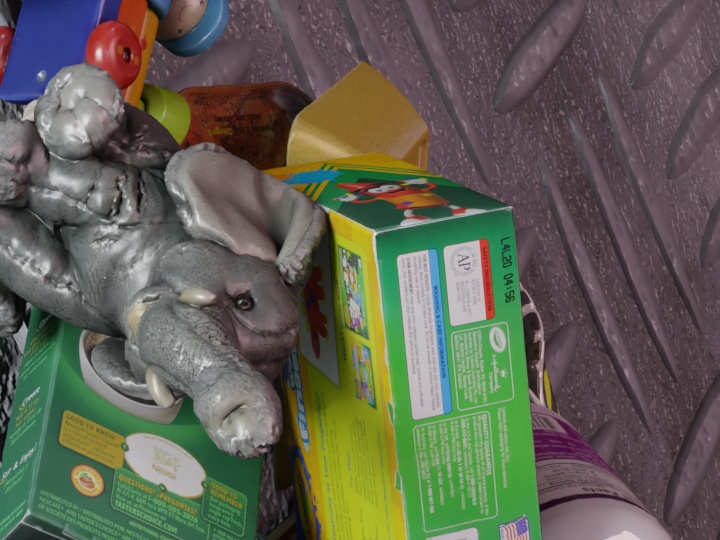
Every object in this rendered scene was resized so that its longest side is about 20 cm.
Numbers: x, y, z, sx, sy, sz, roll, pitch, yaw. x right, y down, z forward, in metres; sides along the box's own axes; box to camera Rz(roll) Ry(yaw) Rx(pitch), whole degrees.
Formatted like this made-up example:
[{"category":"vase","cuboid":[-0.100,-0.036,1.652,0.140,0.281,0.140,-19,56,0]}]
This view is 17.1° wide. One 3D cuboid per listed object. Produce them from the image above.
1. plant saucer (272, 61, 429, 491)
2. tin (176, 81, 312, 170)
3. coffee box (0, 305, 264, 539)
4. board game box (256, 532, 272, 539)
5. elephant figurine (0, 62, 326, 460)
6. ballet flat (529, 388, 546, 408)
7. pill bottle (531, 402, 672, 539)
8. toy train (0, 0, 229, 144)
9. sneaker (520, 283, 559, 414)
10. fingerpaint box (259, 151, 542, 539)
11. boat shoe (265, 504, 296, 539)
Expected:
[{"category":"plant saucer","cuboid":[0.000,0.000,1.312,0.200,0.048,0.200,-50,145,-72]},{"category":"tin","cuboid":[-0.069,-0.045,1.337,0.200,0.042,0.112,-11,83,-61]},{"category":"coffee box","cuboid":[-0.105,0.072,1.148,0.123,0.044,0.200,27,41,-24]},{"category":"board game box","cuboid":[0.034,0.204,1.197,0.200,0.151,0.037,34,88,-30]},{"category":"elephant figurine","cuboid":[-0.080,0.011,1.071,0.155,0.200,0.142,-47,159,-30]},{"category":"ballet flat","cuboid":[0.076,0.086,1.339,0.200,0.069,0.069,63,32,-25]},{"category":"pill bottle","cuboid":[0.099,0.152,1.223,0.112,0.112,0.200,60,-3,-26]},{"category":"toy train","cuboid":[-0.129,-0.086,1.206,0.116,0.085,0.200,37,60,-53]},{"category":"sneaker","cuboid":[0.092,0.091,1.542,0.085,0.074,0.200,78,-4,-77]},{"category":"fingerpaint box","cuboid":[0.019,0.056,1.141,0.073,0.167,0.200,-11,104,-19]},{"category":"boat shoe","cuboid":[-0.010,0.163,1.309,0.076,0.074,0.200,61,33,-25]}]
